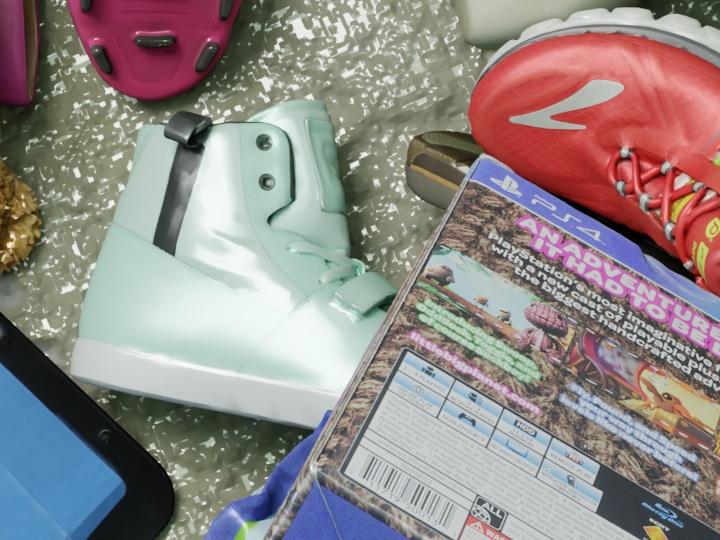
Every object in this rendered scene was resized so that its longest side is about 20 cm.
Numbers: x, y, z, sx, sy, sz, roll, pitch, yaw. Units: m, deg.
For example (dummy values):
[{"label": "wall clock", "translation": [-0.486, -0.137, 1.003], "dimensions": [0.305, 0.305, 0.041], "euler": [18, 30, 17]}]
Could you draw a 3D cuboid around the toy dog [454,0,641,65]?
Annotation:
[{"label": "toy dog", "translation": [0.117, -0.163, 0.969], "dimensions": [0.199, 0.140, 0.195], "euler": [-18, 88, 1]}]

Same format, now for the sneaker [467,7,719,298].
[{"label": "sneaker", "translation": [0.124, -0.026, 0.921], "dimensions": [0.199, 0.077, 0.085], "euler": [21, 37, 15]}]

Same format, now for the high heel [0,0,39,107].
[{"label": "high heel", "translation": [-0.119, -0.163, 1.026], "dimensions": [0.096, 0.067, 0.201], "euler": [29, 96, 14]}]

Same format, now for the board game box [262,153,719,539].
[{"label": "board game box", "translation": [0.060, 0.081, 0.823], "dimensions": [0.159, 0.200, 0.097], "euler": [31, 122, 1]}]

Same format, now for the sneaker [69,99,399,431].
[{"label": "sneaker", "translation": [0.000, 0.000, 0.976], "dimensions": [0.199, 0.074, 0.119], "euler": [10, 87, 10]}]

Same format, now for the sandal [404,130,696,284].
[{"label": "sandal", "translation": [0.095, 0.016, 0.969], "dimensions": [0.199, 0.082, 0.055], "euler": [31, 105, 13]}]

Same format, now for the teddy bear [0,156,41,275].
[{"label": "teddy bear", "translation": [-0.210, 0.021, 1.000], "dimensions": [0.199, 0.067, 0.145], "euler": [-29, 81, 0]}]

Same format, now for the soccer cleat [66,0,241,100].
[{"label": "soccer cleat", "translation": [-0.080, -0.163, 0.995], "dimensions": [0.069, 0.201, 0.086], "euler": [-5, 34, -3]}]

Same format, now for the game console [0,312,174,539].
[{"label": "game console", "translation": [-0.176, 0.091, 0.921], "dimensions": [0.116, 0.176, 0.200], "euler": [-36, 111, 23]}]

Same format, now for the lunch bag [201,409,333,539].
[{"label": "lunch bag", "translation": [-0.006, 0.181, 0.918], "dimensions": [0.170, 0.127, 0.200], "euler": [36, 117, 8]}]
